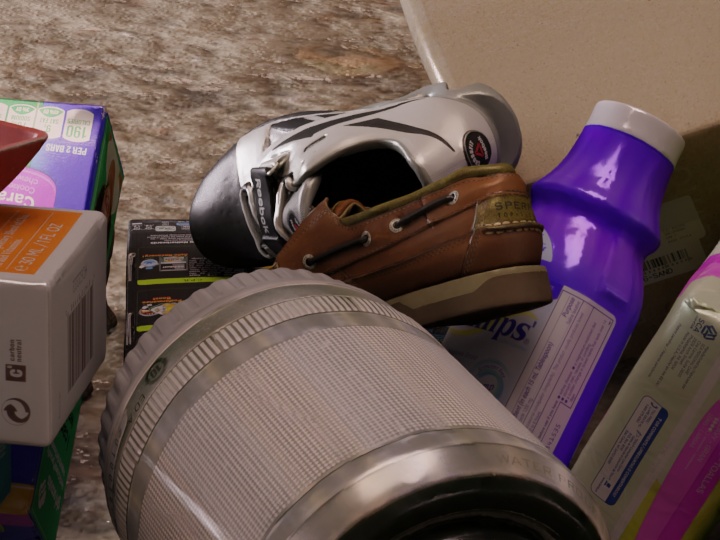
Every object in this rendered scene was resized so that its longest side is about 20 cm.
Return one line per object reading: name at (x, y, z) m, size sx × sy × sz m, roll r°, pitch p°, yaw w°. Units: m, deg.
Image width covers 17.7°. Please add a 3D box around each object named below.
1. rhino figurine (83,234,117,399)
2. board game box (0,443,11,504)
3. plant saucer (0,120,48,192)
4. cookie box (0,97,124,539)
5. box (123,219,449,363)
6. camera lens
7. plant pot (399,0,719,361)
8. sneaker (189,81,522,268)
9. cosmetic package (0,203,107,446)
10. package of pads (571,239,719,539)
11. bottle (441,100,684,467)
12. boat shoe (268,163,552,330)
rhino figurine at (-0.161, 0.019, 1.170) m, size 0.060 × 0.088 × 0.200 m, roll 2°, pitch 26°, yaw 1°
board game box at (-0.255, 0.088, 0.915) m, size 0.199 × 0.047 × 0.151 m, roll 5°, pitch 19°, yaw 8°
plant saucer at (-0.263, -0.038, 0.933) m, size 0.199 × 0.037 × 0.200 m, roll 14°, pitch 21°, yaw 31°
cookie box at (-0.208, 0.022, 1.058) m, size 0.171 × 0.075 × 0.201 m, roll 5°, pitch 67°, yaw 6°
box at (-0.024, 0.031, 1.205) m, size 0.199 × 0.048 × 0.193 m, roll 0°, pitch 28°, yaw -6°
camera lens at (-0.006, 0.104, 0.922) m, size 0.160 × 0.160 × 0.200 m, roll -10°, pitch 28°, yaw -23°
plant pot at (0.145, -0.066, 1.222) m, size 0.199 × 0.200 × 0.177 m, roll -17°, pitch 41°, yaw 11°
sneaker at (-0.024, -0.039, 1.141) m, size 0.200 × 0.074 × 0.088 m, roll -20°, pitch 11°, yaw 38°
cosmetic package at (-0.212, 0.014, 0.955) m, size 0.199 × 0.071 × 0.101 m, roll 4°, pitch 19°, yaw 5°
package of pads at (0.170, 0.043, 1.071) m, size 0.068 × 0.155 × 0.200 m, roll 32°, pitch 35°, yaw 10°
bottle at (0.088, 0.018, 1.075) m, size 0.065 × 0.200 × 0.083 m, roll 32°, pitch -10°, yaw -32°
boat shoe at (0.000, 0.000, 1.065) m, size 0.200 × 0.068 × 0.072 m, roll -14°, pitch -8°, yaw 33°
